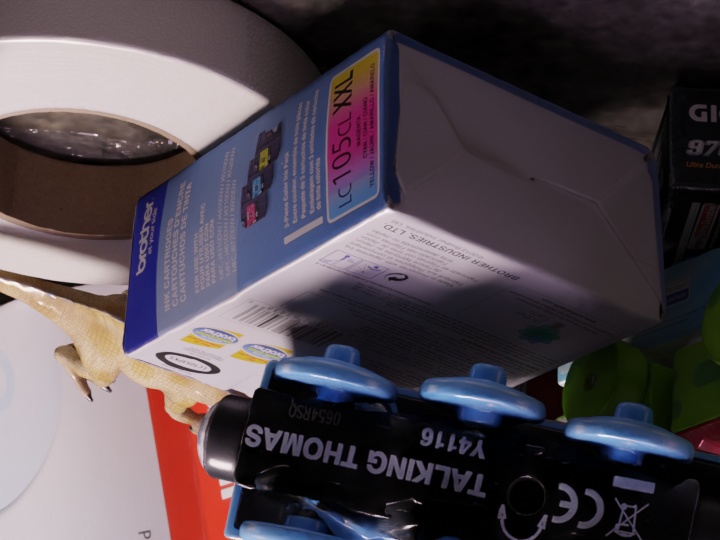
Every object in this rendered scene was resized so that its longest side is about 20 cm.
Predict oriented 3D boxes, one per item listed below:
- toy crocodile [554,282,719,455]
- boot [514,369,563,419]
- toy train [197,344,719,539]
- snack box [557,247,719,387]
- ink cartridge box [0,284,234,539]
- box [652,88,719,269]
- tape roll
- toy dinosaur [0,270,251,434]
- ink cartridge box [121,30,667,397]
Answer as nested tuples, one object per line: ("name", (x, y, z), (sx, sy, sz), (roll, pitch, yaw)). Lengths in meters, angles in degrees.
("toy crocodile", (0.134, 0.050, 0.792), (0.067, 0.062, 0.200), (24, 147, -26))
("boot", (0.154, 0.110, 1.119), (0.143, 0.073, 0.200), (-5, 149, 12))
("toy train", (0.042, 0.083, 0.770), (0.199, 0.087, 0.114), (11, 169, 12))
("snack box", (0.192, 0.049, 0.886), (0.199, 0.037, 0.116), (26, 146, -34))
("ink cartridge box", (-0.114, 0.083, 0.981), (0.199, 0.161, 0.047), (-21, 164, 39))
("box", (0.192, -0.001, 0.899), (0.158, 0.046, 0.200), (4, 153, 0))
("tape roll", (-0.110, -0.053, 0.854), (0.201, 0.037, 0.203), (2, 153, 1))
("toy dinosaur", (-0.101, 0.028, 0.900), (0.199, 0.058, 0.101), (28, 172, 0))
("ink cartridge box", (0.000, 0.000, 0.824), (0.136, 0.077, 0.200), (21, 146, -32))
